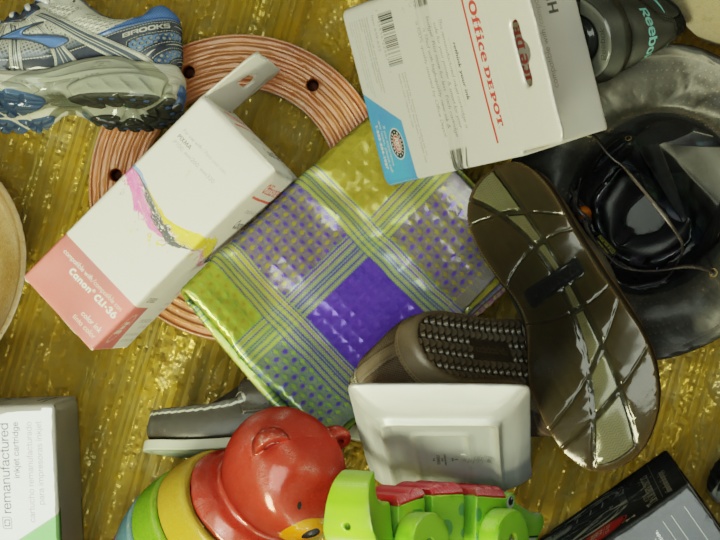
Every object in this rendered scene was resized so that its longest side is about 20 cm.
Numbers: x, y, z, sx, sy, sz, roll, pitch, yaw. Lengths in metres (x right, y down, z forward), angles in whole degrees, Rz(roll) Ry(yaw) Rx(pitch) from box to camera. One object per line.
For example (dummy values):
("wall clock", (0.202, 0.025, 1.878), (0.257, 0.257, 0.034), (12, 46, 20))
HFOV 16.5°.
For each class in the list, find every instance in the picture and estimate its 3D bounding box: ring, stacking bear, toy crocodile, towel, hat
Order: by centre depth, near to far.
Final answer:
("toy crocodile", (0.045, 0.152, 1.521), (0.067, 0.199, 0.062), (1, 87, 40))
("stacking bear", (-0.082, 0.162, 1.544), (0.200, 0.121, 0.114), (-47, 51, 33))
("towel", (0.000, 0.000, 1.576), (0.200, 0.023, 0.144), (-41, 88, -19))
("hat", (0.193, -0.044, 1.578), (0.199, 0.081, 0.202), (2, 96, 20))
("ring", (-0.078, -0.053, 1.629), (0.199, 0.019, 0.202), (0, 89, 5))

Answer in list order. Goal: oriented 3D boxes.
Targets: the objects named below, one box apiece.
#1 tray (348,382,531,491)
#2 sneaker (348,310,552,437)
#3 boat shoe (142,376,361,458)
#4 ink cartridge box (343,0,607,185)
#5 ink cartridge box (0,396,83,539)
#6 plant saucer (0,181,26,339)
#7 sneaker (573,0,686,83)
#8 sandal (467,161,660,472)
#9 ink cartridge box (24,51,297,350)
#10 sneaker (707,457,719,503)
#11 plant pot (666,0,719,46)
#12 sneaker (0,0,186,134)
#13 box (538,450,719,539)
("tray", (0.052, 0.109, 1.531), (0.107, 0.200, 0.022), (-1, 70, 4))
("sneaker", (0.078, 0.071, 1.563), (0.075, 0.199, 0.071), (-31, 54, 37))
("boat shoe", (-0.042, 0.085, 1.603), (0.200, 0.072, 0.061), (-5, 85, -3))
("ink cartridge box", (0.078, -0.124, 1.496), (0.066, 0.200, 0.117), (-16, 94, -30))
("ink cartridge box", (-0.284, 0.159, 1.613), (0.199, 0.084, 0.146), (-3, 90, 5))
("plant saucer", (-0.311, 0.007, 1.612), (0.199, 0.035, 0.201), (-2, 66, 4))
("sneaker", (0.117, -0.159, 1.556), (0.079, 0.200, 0.076), (-18, 117, -32))
("sandal", (0.128, 0.027, 1.542), (0.082, 0.055, 0.201), (-32, 73, 15))
("ink cartridge box", (-0.109, -0.042, 1.564), (0.200, 0.116, 0.068), (-45, 86, 4))
("sneaker", (0.321, 0.109, 1.581), (0.200, 0.074, 0.080), (-34, 102, 8))
("plant pot", (0.250, -0.212, 1.530), (0.134, 0.200, 0.201), (-32, 88, 26))
("sneaker", (-0.204, -0.140, 1.618), (0.199, 0.077, 0.086), (4, 69, 11))
("box", (0.149, 0.211, 1.521), (0.182, 0.200, 0.104), (-36, 89, 3))
